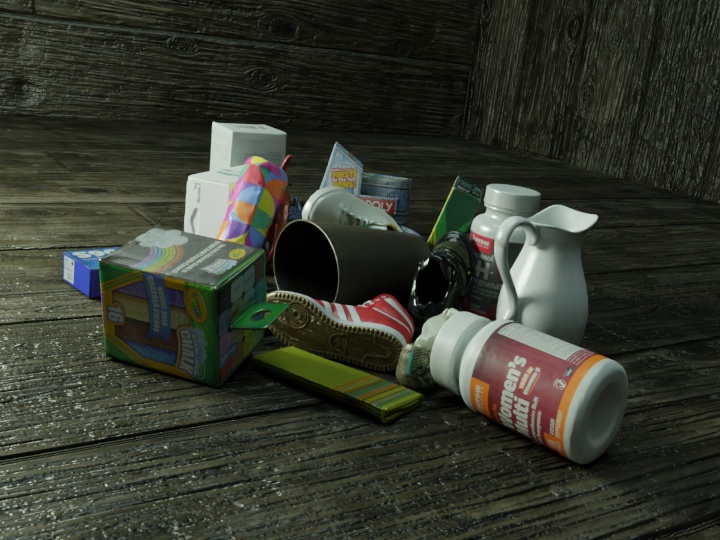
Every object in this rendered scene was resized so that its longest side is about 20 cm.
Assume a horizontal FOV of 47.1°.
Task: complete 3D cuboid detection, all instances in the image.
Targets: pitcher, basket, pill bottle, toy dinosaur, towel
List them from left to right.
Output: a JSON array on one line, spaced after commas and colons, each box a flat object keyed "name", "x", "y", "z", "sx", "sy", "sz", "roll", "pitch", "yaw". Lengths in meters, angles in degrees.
[{"name": "toy dinosaur", "x": -0.145, "y": -0.067, "z": 1.347, "sx": 0.103, "sy": 0.204, "sz": 0.182, "roll": -16, "pitch": 11, "yaw": 16}, {"name": "towel", "x": -0.029, "y": 0.127, "z": 0.952, "sx": 0.197, "sy": 0.018, "sz": 0.085, "roll": 16, "pitch": 12, "yaw": 33}, {"name": "basket", "x": 0.000, "y": 0.000, "z": 1.209, "sx": 0.197, "sy": 0.139, "sz": 0.179, "roll": 0, "pitch": 16, "yaw": -35}, {"name": "pill bottle", "x": 0.213, "y": -0.021, "z": 1.234, "sx": 0.108, "sy": 0.204, "sz": 0.111, "roll": 6, "pitch": 15, "yaw": -2}, {"name": "pill bottle", "x": 0.177, "y": 0.118, "z": 0.892, "sx": 0.108, "sy": 0.112, "sz": 0.198, "roll": -8, "pitch": 21, "yaw": -44}, {"name": "pitcher", "x": 0.226, "y": 0.024, "z": 1.078, "sx": 0.169, "sy": 0.204, "sz": 0.121, "roll": -5, "pitch": 19, "yaw": -36}]

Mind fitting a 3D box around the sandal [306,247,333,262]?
[{"name": "sandal", "x": -0.045, "y": -0.027, "z": 1.350, "sx": 0.087, "sy": 0.080, "sz": 0.199, "roll": 41, "pitch": 21, "yaw": 25}]

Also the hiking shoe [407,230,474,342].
[{"name": "hiking shoe", "x": 0.117, "y": 0.007, "z": 1.141, "sx": 0.074, "sy": 0.102, "sz": 0.202, "roll": 18, "pitch": 52, "yaw": 9}]

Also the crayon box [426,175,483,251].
[{"name": "crayon box", "x": 0.131, "y": -0.042, "z": 1.318, "sx": 0.050, "sy": 0.203, "sz": 0.127, "roll": 26, "pitch": 18, "yaw": 3}]

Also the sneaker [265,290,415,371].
[{"name": "sneaker", "x": -0.024, "y": 0.064, "z": 1.070, "sx": 0.196, "sy": 0.073, "sz": 0.112, "roll": 19, "pitch": 22, "yaw": 13}]

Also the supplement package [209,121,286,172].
[{"name": "supplement package", "x": -0.221, "y": -0.174, "z": 1.589, "sx": 0.115, "sy": 0.204, "sz": 0.117, "roll": -2, "pitch": 18, "yaw": -30}]

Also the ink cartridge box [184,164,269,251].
[{"name": "ink cartridge box", "x": -0.213, "y": -0.095, "z": 1.414, "sx": 0.082, "sy": 0.148, "sz": 0.200, "roll": 12, "pitch": 16, "yaw": 19}]

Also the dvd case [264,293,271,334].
[{"name": "dvd case", "x": -0.195, "y": 0.048, "z": 1.141, "sx": 0.197, "sy": 0.025, "sz": 0.149, "roll": 17, "pitch": 19, "yaw": 35}]

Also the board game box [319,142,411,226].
[{"name": "board game box", "x": -0.006, "y": -0.126, "z": 1.516, "sx": 0.195, "sy": 0.204, "sz": 0.062, "roll": 6, "pitch": 14, "yaw": -2}]

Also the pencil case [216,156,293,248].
[{"name": "pencil case", "x": -0.173, "y": -0.078, "z": 1.278, "sx": 0.087, "sy": 0.089, "sz": 0.203, "roll": 10, "pitch": 60, "yaw": 14}]

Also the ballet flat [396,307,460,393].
[{"name": "ballet flat", "x": 0.104, "y": 0.089, "z": 1.031, "sx": 0.067, "sy": 0.077, "sz": 0.199, "roll": 13, "pitch": 16, "yaw": 25}]

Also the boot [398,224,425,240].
[{"name": "boot", "x": 0.015, "y": -0.052, "z": 1.473, "sx": 0.197, "sy": 0.074, "sz": 0.090, "roll": 22, "pitch": 41, "yaw": 19}]

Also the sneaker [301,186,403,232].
[{"name": "sneaker", "x": 0.000, "y": -0.075, "z": 1.297, "sx": 0.198, "sy": 0.076, "sz": 0.088, "roll": 10, "pitch": 19, "yaw": -44}]

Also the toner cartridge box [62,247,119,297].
[{"name": "toner cartridge box", "x": -0.331, "y": -0.004, "z": 1.233, "sx": 0.198, "sy": 0.044, "sz": 0.094, "roll": -8, "pitch": 22, "yaw": -43}]

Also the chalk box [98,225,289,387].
[{"name": "chalk box", "x": -0.182, "y": 0.042, "z": 0.952, "sx": 0.196, "sy": 0.126, "sz": 0.124, "roll": 13, "pitch": 26, "yaw": 18}]
